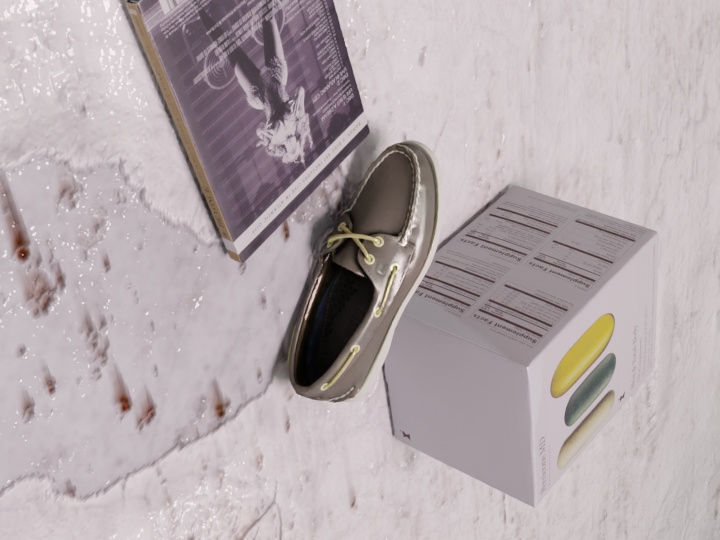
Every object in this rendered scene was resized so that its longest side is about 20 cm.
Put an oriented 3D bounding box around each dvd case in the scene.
[{"bbox_3d":[-0.063,-0.126,0.775,0.149,0.016,0.201,-48,139,-30],"label":"dvd case"}]

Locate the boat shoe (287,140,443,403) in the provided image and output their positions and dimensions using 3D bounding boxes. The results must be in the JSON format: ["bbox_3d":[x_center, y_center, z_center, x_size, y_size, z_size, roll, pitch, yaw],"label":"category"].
[{"bbox_3d":[0.002,0.001,0.877,0.060,0.072,0.204,7,105,-59],"label":"boat shoe"}]

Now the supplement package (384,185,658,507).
[{"bbox_3d":[0.137,0.057,1.016,0.200,0.150,0.153,-39,135,-35],"label":"supplement package"}]
